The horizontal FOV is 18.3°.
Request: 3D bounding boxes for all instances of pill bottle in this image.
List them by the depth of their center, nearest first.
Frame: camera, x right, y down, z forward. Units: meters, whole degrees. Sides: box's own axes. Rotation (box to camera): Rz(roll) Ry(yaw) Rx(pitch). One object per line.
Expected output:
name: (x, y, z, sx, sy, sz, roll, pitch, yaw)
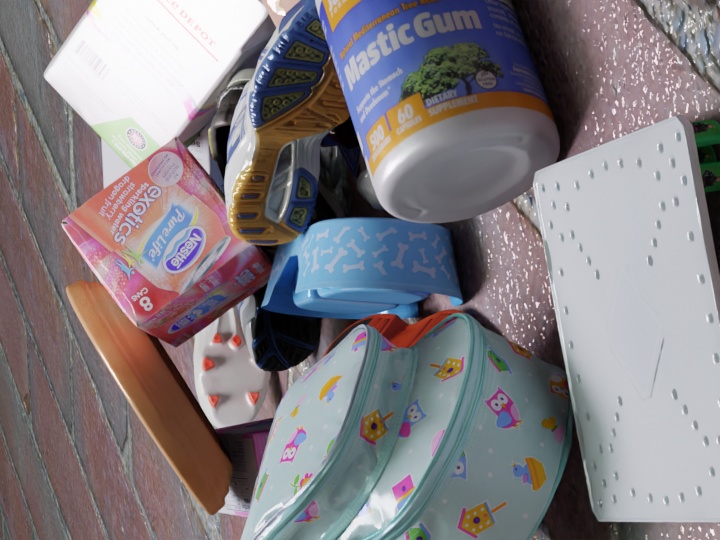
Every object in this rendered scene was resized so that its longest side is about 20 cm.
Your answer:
pill bottle: (0.037, -0.139, 1.314, 0.112, 0.112, 0.200, 112, 144, -59)

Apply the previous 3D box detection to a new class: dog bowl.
dog bowl: (0.000, 0.000, 1.516, 0.200, 0.111, 0.050, 158, 116, -72)

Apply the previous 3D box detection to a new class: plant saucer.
plant saucer: (-0.149, 0.088, 1.647, 0.200, 0.037, 0.200, 57, 177, 5)

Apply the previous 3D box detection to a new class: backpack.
backpack: (0.029, 0.119, 1.324, 0.200, 0.153, 0.176, -36, 25, 38)

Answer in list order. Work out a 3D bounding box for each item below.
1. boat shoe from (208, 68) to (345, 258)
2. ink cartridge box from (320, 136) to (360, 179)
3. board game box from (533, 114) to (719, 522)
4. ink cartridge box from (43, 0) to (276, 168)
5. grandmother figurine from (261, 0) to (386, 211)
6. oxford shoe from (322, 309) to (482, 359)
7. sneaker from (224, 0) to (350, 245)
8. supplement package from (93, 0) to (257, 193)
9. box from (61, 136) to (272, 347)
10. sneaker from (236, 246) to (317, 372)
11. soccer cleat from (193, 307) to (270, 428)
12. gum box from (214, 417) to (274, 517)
boat shoe: (-0.062, -0.051, 1.650, 0.072, 0.061, 0.202, 1, 130, 30)
ink cartridge box: (-0.027, -0.178, 1.620, 0.119, 0.042, 0.200, -120, 25, -49)
board game box: (0.154, 0.031, 1.172, 0.200, 0.026, 0.201, 160, 101, -72)
ink cartridge box: (-0.137, -0.177, 1.654, 0.117, 0.067, 0.200, 46, 130, 3)
grandmother figurine: (-0.009, -0.131, 1.501, 0.200, 0.060, 0.121, 64, 158, 6)
oxford shoe: (0.050, 0.073, 1.490, 0.073, 0.071, 0.200, 51, 163, -20)
sneaker: (-0.050, -0.115, 1.452, 0.088, 0.075, 0.200, -106, 34, -47)
supplement package: (-0.136, -0.155, 1.782, 0.109, 0.114, 0.201, 16, 121, 27)
box: (-0.133, -0.015, 1.597, 0.095, 0.103, 0.200, 54, 178, 7)
sneaker: (-0.076, -0.013, 1.789, 0.077, 0.076, 0.200, -122, 30, -44)
soccer cleat: (-0.120, 0.051, 1.989, 0.078, 0.069, 0.201, 113, 151, -68)
gum box: (-0.046, 0.146, 1.710, 0.200, 0.113, 0.066, 169, 92, -73)
